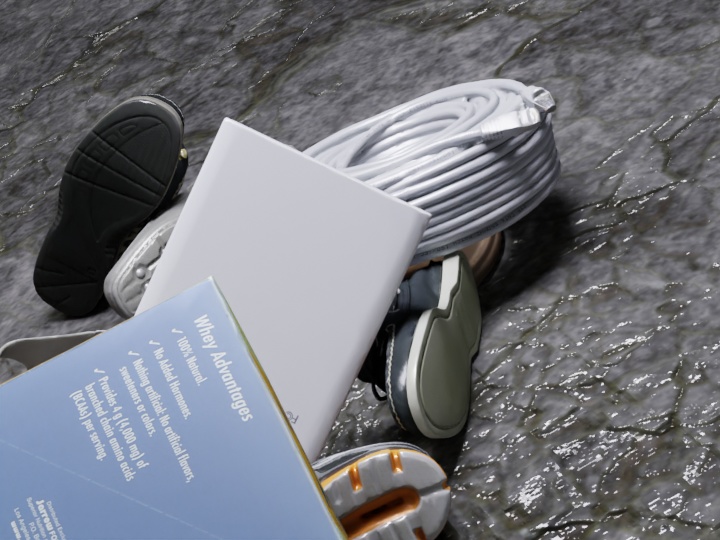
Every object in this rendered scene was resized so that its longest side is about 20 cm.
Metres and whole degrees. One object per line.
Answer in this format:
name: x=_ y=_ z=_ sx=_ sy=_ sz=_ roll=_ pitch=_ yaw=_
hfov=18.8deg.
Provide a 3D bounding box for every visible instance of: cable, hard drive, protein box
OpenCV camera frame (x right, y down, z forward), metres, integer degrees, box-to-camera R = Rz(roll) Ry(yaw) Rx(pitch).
cable: x=0.035 y=-0.063 z=1.439 sx=0.199 sy=0.069 sz=0.200 roll=-24 pitch=16 yaw=1
hard drive: x=-0.060 y=0.031 z=1.262 sx=0.025 sy=0.132 sz=0.201 roll=-67 pitch=2 yaw=-85
protein box: x=-0.109 y=0.151 z=1.079 sx=0.199 sy=0.135 sz=0.199 roll=-27 pitch=62 yaw=-3

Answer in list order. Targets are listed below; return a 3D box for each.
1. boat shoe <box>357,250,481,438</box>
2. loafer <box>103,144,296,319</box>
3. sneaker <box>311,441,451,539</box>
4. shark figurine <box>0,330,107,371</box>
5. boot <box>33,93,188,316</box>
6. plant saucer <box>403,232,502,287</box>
boat shoe: x=0.028 y=0.047 z=1.313 sx=0.066 sy=0.075 sz=0.200 roll=-12 pitch=25 yaw=15
loafer: x=-0.117 y=-0.026 z=1.604 sx=0.200 sy=0.070 sz=0.070 roll=-38 pitch=20 yaw=-35
sneaker: x=-0.041 y=0.151 z=1.203 sx=0.199 sy=0.079 sz=0.077 roll=-21 pitch=9 yaw=6
shark figurine: x=-0.191 y=0.137 z=1.324 sx=0.089 sy=0.215 sz=0.128 roll=14 pitch=-3 yaw=-1
boot: x=-0.171 y=-0.077 z=1.649 sx=0.204 sy=0.073 sz=0.154 roll=-59 pitch=1 yaw=35
plant saucer: x=0.000 y=0.000 z=1.486 sx=0.199 sy=0.030 sz=0.200 roll=-21 pitch=25 yaw=11
